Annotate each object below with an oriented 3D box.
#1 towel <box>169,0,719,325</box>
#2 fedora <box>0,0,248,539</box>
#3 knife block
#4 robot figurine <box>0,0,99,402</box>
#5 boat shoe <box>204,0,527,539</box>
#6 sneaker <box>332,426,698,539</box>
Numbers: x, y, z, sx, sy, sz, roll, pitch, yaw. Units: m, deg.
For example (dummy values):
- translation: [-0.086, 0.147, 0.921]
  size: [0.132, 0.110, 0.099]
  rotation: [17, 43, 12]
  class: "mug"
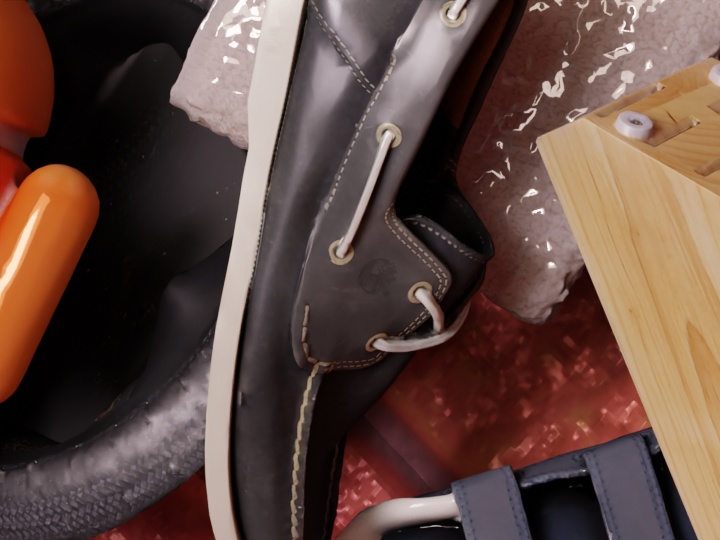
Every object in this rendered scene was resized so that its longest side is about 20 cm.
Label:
- translation: [0.050, -0.098, 0.752]
  size: [0.132, 0.034, 0.201]
  rotation: [32, 98, 4]
  class: "towel"
- translation: [-0.070, -0.005, 0.858]
  size: [0.199, 0.091, 0.202]
  rotation: [-8, 73, 27]
  class: "fedora"
- translation: [0.124, 0.064, 0.706]
  size: [0.200, 0.064, 0.176]
  rotation: [33, 126, 28]
  class: "knife block"
- translation: [-0.162, -0.020, 0.789]
  size: [0.144, 0.116, 0.201]
  rotation: [16, 85, 55]
  class: "robot figurine"
- translation: [0.000, 0.000, 0.723]
  size: [0.067, 0.072, 0.201]
  rotation: [15, 111, 11]
  class: "boat shoe"
- translation: [0.057, 0.093, 0.772]
  size: [0.199, 0.079, 0.079]
  rotation: [-27, 65, 19]
  class: "sneaker"
